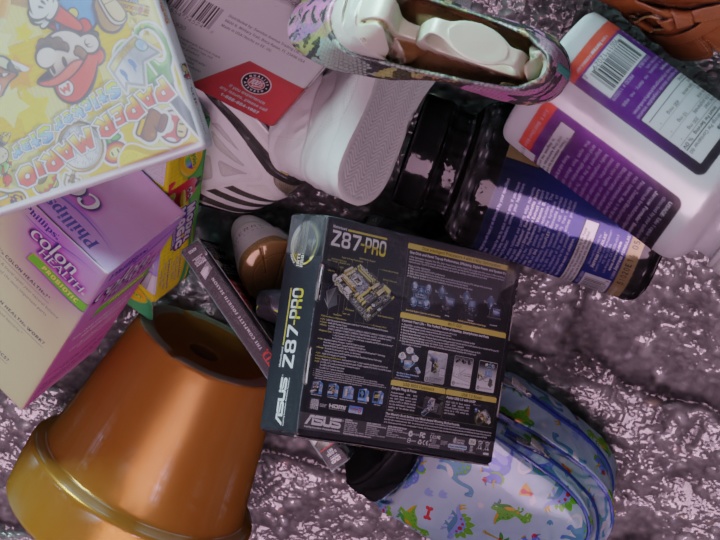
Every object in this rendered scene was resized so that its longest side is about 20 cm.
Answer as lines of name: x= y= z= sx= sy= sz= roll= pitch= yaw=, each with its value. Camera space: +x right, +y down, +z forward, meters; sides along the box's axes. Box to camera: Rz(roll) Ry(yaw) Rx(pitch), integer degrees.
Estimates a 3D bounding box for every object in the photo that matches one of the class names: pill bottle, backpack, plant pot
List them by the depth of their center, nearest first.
pill bottle: x=0.209 y=-0.079 z=1.528 sx=0.200 sy=0.111 sz=0.112 roll=37 pitch=122 yaw=6
pill bottle: x=0.130 y=-0.059 z=1.628 sx=0.199 sy=0.112 sz=0.112 roll=19 pitch=123 yaw=-2
backpack: x=0.111 y=0.164 z=1.765 sx=0.200 sy=0.154 sz=0.163 roll=26 pitch=117 yaw=-21
plant pot: x=-0.158 y=0.137 z=1.771 sx=0.200 sy=0.200 sz=0.184 roll=26 pitch=106 yaw=-6

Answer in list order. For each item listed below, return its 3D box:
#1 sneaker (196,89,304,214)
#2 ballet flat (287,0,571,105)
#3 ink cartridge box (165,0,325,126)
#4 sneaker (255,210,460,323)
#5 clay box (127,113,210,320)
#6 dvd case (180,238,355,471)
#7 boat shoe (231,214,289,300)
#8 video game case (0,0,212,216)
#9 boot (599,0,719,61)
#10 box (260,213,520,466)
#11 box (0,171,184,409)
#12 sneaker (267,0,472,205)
sneaker: x=-0.130 y=-0.116 z=1.665 sx=0.115 sy=0.076 sz=0.201 roll=-34 pitch=112 yaw=25
ballet flat: x=0.043 y=-0.157 z=1.464 sx=0.199 sy=0.071 sz=0.069 roll=15 pitch=83 yaw=12
ink cartridge box: x=-0.066 y=-0.219 z=1.538 sx=0.147 sy=0.083 sz=0.200 roll=27 pitch=127 yaw=-25
sneaker: x=0.000 y=0.000 z=1.670 sx=0.074 sy=0.200 sz=0.081 roll=10 pitch=108 yaw=46
clay box: x=-0.180 y=-0.064 z=1.682 sx=0.115 sy=0.048 sz=0.200 roll=35 pitch=141 yaw=20
dvd case: x=-0.068 y=0.063 z=1.690 sx=0.022 sy=0.146 sz=0.200 roll=-36 pitch=89 yaw=1
boat shoe: x=-0.038 y=0.023 z=1.742 sx=0.071 sy=0.069 sz=0.200 roll=-34 pitch=131 yaw=3
video game case: x=-0.221 y=-0.143 z=1.521 sx=0.199 sy=0.023 sz=0.183 roll=-17 pitch=95 yaw=18
boot: x=0.184 y=-0.201 z=1.558 sx=0.200 sy=0.074 sz=0.155 roll=0 pitch=153 yaw=41
box: x=0.025 y=0.054 z=1.619 sx=0.049 sy=0.200 sz=0.162 roll=6 pitch=86 yaw=50
box: x=-0.257 y=-0.027 z=1.657 sx=0.176 sy=0.097 sz=0.200 roll=43 pitch=138 yaw=5
sneaker: x=-0.001 y=-0.153 z=1.608 sx=0.074 sy=0.115 sz=0.200 roll=33 pitch=83 yaw=-41
